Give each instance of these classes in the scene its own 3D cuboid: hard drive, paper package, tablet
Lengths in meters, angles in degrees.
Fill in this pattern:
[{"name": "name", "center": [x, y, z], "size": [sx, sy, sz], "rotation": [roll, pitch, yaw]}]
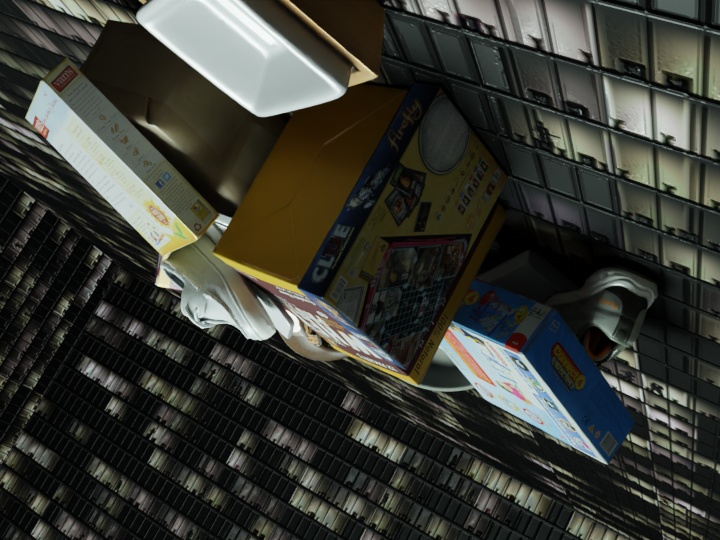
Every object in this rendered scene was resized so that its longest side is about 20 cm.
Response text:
[{"name": "hard drive", "center": [0.167, 0.055, 1.065], "size": [0.131, 0.027, 0.199], "rotation": [35, 141, -21]}, {"name": "paper package", "center": [-0.181, -0.151, 0.970], "size": [0.189, 0.105, 0.200], "rotation": [19, 164, 40]}, {"name": "tablet", "center": [-0.137, -0.011, 0.987], "size": [0.201, 0.014, 0.130], "rotation": [50, 170, 3]}]

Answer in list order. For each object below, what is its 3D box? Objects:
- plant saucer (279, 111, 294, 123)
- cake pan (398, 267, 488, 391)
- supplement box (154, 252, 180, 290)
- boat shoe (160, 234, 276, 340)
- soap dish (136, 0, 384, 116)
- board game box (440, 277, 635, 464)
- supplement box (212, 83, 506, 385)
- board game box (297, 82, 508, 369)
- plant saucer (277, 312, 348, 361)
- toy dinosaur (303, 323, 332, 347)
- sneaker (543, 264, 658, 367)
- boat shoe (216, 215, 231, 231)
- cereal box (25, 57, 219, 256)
[{"name": "plant saucer", "center": [-0.126, -0.187, 1.001], "size": [0.198, 0.030, 0.200], "rotation": [30, 168, 7]}, {"name": "cake pan", "center": [0.111, 0.068, 1.156], "size": [0.196, 0.037, 0.203], "rotation": [1, 128, 1]}, {"name": "supplement box", "center": [-0.162, -0.038, 1.226], "size": [0.196, 0.133, 0.104], "rotation": [11, -156, -15]}, {"name": "boat shoe", "center": [-0.150, 0.023, 0.927], "size": [0.200, 0.068, 0.072], "rotation": [42, 167, 45]}, {"name": "soap dish", "center": [-0.080, -0.199, 0.722], "size": [0.156, 0.082, 0.199], "rotation": [36, 166, -24]}, {"name": "board game box", "center": [0.162, 0.093, 0.968], "size": [0.195, 0.056, 0.200], "rotation": [25, 160, 53]}, {"name": "supplement box", "center": [0.006, -0.036, 0.883], "size": [0.132, 0.200, 0.200], "rotation": [18, 163, 45]}, {"name": "board game box", "center": [0.042, -0.036, 0.792], "size": [0.034, 0.202, 0.135], "rotation": [18, 163, 44]}, {"name": "plant saucer", "center": [-0.018, 0.023, 1.157], "size": [0.200, 0.202, 0.032], "rotation": [39, 174, -36]}, {"name": "toy dinosaur", "center": [0.000, 0.000, 1.051], "size": [0.133, 0.204, 0.102], "rotation": [11, 162, 13]}, {"name": "sneaker", "center": [0.227, 0.062, 0.945], "size": [0.073, 0.080, 0.200], "rotation": [23, 158, -3]}, {"name": "boat shoe", "center": [-0.121, -0.016, 1.137], "size": [0.198, 0.064, 0.071], "rotation": [32, 178, -23]}, {"name": "cereal box", "center": [-0.237, -0.104, 0.908], "size": [0.200, 0.040, 0.143], "rotation": [48, 158, -15]}]
